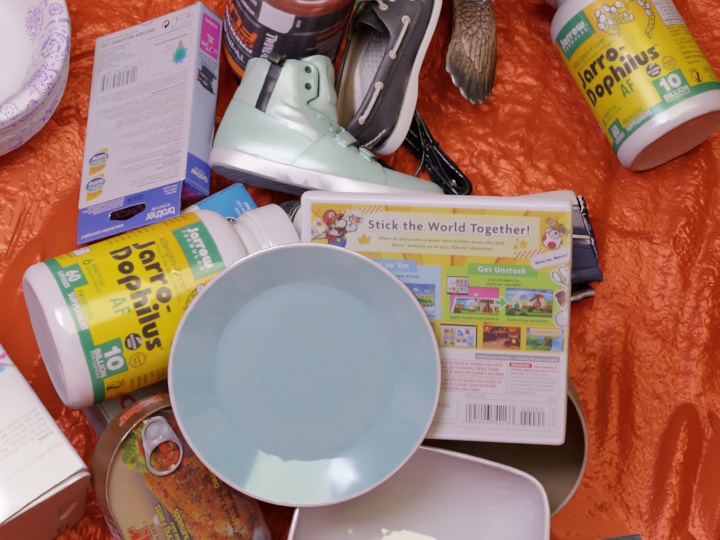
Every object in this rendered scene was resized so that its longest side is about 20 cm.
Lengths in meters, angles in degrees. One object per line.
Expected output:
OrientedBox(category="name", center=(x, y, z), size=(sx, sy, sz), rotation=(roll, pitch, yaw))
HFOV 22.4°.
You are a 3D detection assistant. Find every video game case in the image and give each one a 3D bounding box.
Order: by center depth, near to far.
OrientedBox(category="video game case", center=(0.055, 0.035, 1.345), size=(0.199, 0.023, 0.183), rotation=(2, 103, 8))

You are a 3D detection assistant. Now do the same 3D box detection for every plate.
OrientedBox(category="plate", center=(-0.040, 0.075, 1.331), size=(0.199, 0.026, 0.201), rotation=(0, 104, -1))

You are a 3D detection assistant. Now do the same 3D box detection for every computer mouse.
OrientedBox(category="computer mouse", center=(-0.008, -0.084, 1.586), size=(0.199, 0.046, 0.141), rotation=(-26, 76, -20))

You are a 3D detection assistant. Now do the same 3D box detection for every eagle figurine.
OrientedBox(category="eagle figurine", center=(0.092, -0.266, 1.632), size=(0.151, 0.152, 0.200), rotation=(-44, 59, 7))

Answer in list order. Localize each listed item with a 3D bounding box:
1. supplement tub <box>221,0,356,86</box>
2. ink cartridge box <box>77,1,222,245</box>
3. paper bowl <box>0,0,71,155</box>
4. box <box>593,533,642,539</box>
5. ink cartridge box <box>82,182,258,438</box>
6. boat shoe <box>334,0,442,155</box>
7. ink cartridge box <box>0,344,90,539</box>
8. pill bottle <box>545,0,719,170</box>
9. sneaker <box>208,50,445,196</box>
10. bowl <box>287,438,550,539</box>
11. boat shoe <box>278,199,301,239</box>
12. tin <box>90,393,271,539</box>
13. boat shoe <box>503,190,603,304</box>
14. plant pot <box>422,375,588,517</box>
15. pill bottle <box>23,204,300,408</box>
OrientedBox(category="supplement tub", center=(-0.062, -0.218, 1.547), size=(0.106, 0.200, 0.108), rotation=(4, 65, -9))
OrientedBox(category="ink cartridge box", center=(-0.178, -0.118, 1.535), size=(0.119, 0.042, 0.201), rotation=(-13, 60, 32))
OrientedBox(category="paper bowl", center=(-0.345, -0.182, 1.529), size=(0.199, 0.104, 0.202), rotation=(4, 68, -10))
OrientedBox(category="box", center=(0.168, 0.321, 1.454), size=(0.159, 0.044, 0.201), rotation=(-7, 69, -14))
OrientedBox(category="ink cartridge box", center=(-0.148, 0.043, 1.484), size=(0.199, 0.086, 0.147), rotation=(-28, 75, -19))
OrientedBox(category="boat shoe", center=(0.018, -0.202, 1.560), size=(0.060, 0.074, 0.201), rotation=(17, 84, -40))
OrientedBox(category="ink cartridge box", center=(-0.297, 0.113, 1.392), size=(0.085, 0.148, 0.200), rotation=(-31, 76, -20))
OrientedBox(category="pill bottle", center=(0.241, -0.202, 1.649), size=(0.112, 0.113, 0.201), rotation=(-21, 74, -19))
OrientedBox(category="sneaker", center=(-0.014, -0.114, 1.489), size=(0.199, 0.074, 0.119), rotation=(16, 80, 1))
OrientedBox(category="bowl", center=(0.036, 0.236, 1.391), size=(0.199, 0.075, 0.201), rotation=(12, 80, -5))
OrientedBox(category="boat shoe", center=(-0.001, 0.002, 1.517), size=(0.199, 0.066, 0.075), rotation=(34, 76, -38))
OrientedBox(category="tin", center=(-0.137, 0.186, 1.389), size=(0.112, 0.042, 0.201), rotation=(-33, 121, -27))
OrientedBox(category="boat shoe", center=(0.116, -0.009, 1.563), size=(0.199, 0.075, 0.093), rotation=(-10, 62, -16))
OrientedBox(category="plant pot", center=(0.081, 0.103, 1.466), size=(0.199, 0.201, 0.135), rotation=(15, 32, -5))
OrientedBox(category="pill bottle", center=(-0.144, 0.021, 1.378), size=(0.199, 0.113, 0.113), rotation=(-19, 72, -17))
